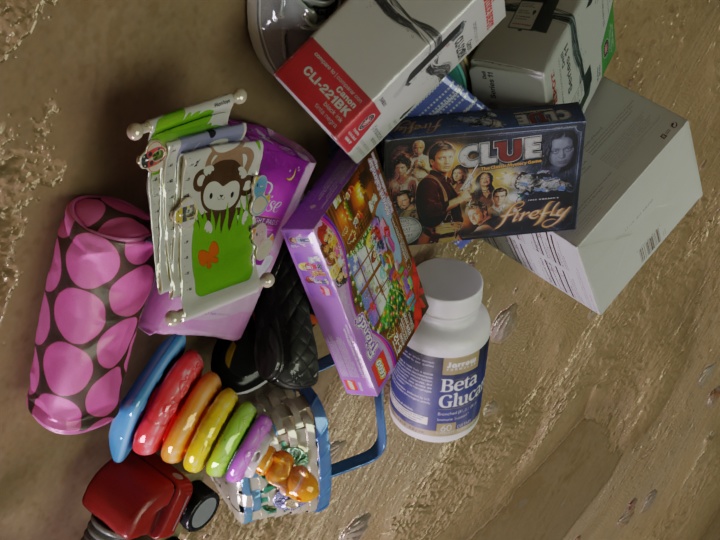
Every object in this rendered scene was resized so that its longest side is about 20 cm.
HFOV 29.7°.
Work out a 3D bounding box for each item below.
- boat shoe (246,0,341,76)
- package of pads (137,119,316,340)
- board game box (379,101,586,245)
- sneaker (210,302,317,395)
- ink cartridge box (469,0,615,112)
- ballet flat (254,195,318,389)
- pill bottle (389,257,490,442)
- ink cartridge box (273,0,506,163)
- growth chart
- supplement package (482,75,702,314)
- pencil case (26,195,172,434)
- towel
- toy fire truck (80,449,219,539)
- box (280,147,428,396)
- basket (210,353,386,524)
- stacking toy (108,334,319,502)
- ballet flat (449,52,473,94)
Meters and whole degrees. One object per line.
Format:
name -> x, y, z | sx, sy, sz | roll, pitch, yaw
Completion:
boat shoe -> -0.053, -0.241, 1.166 | 0.070, 0.071, 0.202 | -33, 140, -30
package of pads -> -0.128, -0.035, 1.238 | 0.120, 0.075, 0.202 | 6, 112, -55
board game box -> 0.118, -0.093, 1.345 | 0.197, 0.035, 0.137 | -6, 131, -4
sneaker -> -0.072, 0.036, 1.341 | 0.200, 0.070, 0.090 | -43, 171, -27
ink cartridge box -> 0.193, -0.222, 1.412 | 0.201, 0.082, 0.147 | -60, 152, -31
ballet flat -> -0.069, 0.015, 1.295 | 0.056, 0.066, 0.203 | 16, 67, -40
pill bottle -> 0.092, 0.090, 1.568 | 0.110, 0.111, 0.202 | -27, 136, -34
ink cartridge box -> 0.032, -0.201, 1.197 | 0.200, 0.084, 0.144 | -45, 172, 3
growth chart -> -0.126, -0.053, 1.136 | 0.144, 0.018, 0.202 | -32, 128, -39
supplement package -> 0.238, -0.100, 1.514 | 0.191, 0.199, 0.147 | -46, 144, -12
pencil case -> -0.226, 0.040, 1.173 | 0.093, 0.090, 0.202 | -14, 130, -53
towel -> 0.081, -0.114, 1.359 | 0.199, 0.024, 0.145 | 33, 120, -31
toy fire truck -> -0.259, 0.255, 1.294 | 0.199, 0.128, 0.178 | 3, 115, -62
box -> 0.000, 0.000, 1.304 | 0.137, 0.039, 0.201 | -56, 137, -42
basket -> -0.061, 0.168, 1.422 | 0.198, 0.139, 0.178 | -24, 134, -23
stacking toy -> -0.124, 0.157, 1.268 | 0.110, 0.199, 0.117 | -59, 176, -41
ballet flat -> 0.098, -0.188, 1.405 | 0.071, 0.070, 0.201 | -43, 142, -17
